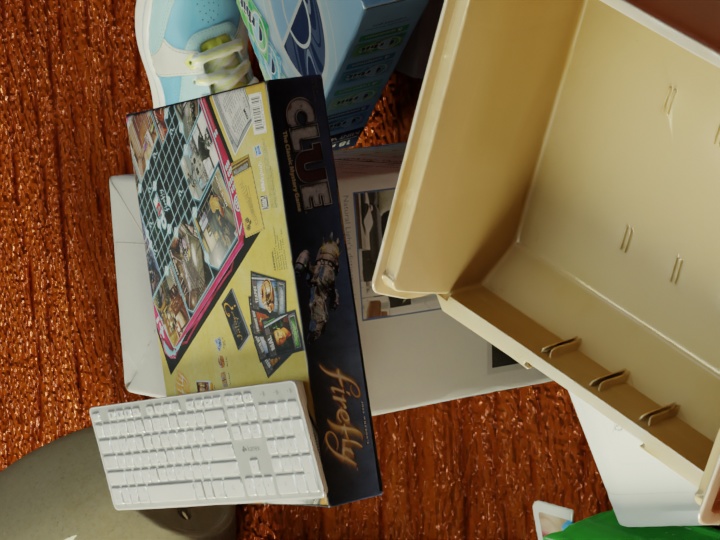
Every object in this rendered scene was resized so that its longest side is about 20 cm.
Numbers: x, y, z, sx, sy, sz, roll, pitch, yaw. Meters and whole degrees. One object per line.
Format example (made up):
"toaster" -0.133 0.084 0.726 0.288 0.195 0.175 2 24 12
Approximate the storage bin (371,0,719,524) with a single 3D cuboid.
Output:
"storage bin" 0.120 -0.025 1.011 0.200 0.093 0.200 34 122 34

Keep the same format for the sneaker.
"sneaker" -0.075 -0.102 1.467 0.130 0.079 0.201 40 144 43

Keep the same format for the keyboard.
"keyboard" -0.079 0.089 1.171 0.200 0.011 0.057 -11 88 55

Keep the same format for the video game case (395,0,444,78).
"video game case" -0.007 -0.229 1.412 0.200 0.022 0.184 31 119 49

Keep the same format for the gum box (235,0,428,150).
"gum box" -0.029 -0.181 1.342 0.200 0.044 0.171 120 132 -67

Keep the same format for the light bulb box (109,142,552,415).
"light bulb box" 0.000 0.000 1.283 0.198 0.199 0.126 5 101 54

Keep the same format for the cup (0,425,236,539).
"cup" -0.160 0.181 1.557 0.143 0.199 0.201 -51 54 29

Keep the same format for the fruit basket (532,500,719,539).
"fruit basket" 0.153 0.228 1.196 0.185 0.093 0.202 12 108 53

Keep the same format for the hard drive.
"hard drive" 0.146 0.028 1.125 0.131 0.027 0.201 -7 112 43

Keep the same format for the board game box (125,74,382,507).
"board game box" -0.055 0.013 1.160 0.135 0.034 0.202 -6 93 54
